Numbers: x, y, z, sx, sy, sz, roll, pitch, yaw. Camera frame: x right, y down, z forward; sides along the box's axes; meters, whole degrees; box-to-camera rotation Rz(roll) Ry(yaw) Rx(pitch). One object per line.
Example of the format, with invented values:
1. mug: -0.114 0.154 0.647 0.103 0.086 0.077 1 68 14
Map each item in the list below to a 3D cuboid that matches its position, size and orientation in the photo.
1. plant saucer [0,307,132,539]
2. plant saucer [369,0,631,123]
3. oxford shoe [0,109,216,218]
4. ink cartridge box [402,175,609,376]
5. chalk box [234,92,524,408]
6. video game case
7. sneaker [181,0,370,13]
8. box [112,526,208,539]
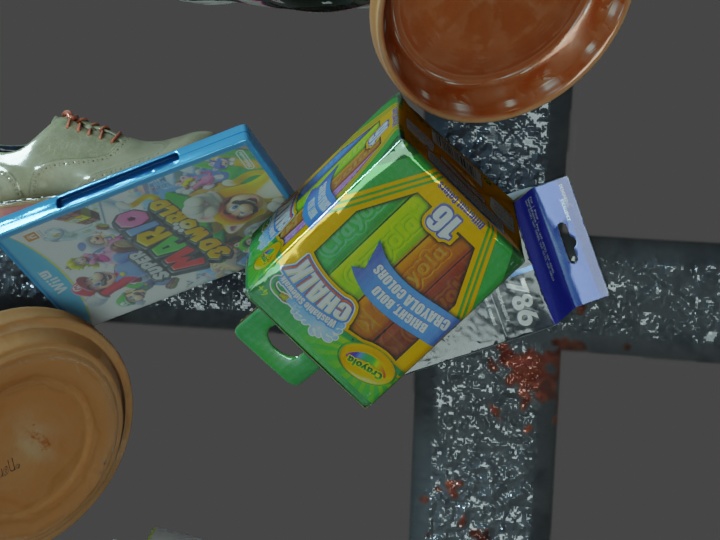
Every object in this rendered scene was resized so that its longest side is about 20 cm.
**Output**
1. plant saucer: -0.253 0.124 1.753 0.200 0.032 0.201 -18 124 -29
2. plant saucer: 0.097 -0.196 1.658 0.199 0.032 0.201 -14 128 -19
3. oxford shoe: -0.195 -0.082 1.747 0.199 0.070 0.075 -12 95 7
4. ink cartridge box: 0.073 0.009 1.754 0.199 0.039 0.100 -20 100 10
5. chalk box: 0.000 0.000 1.670 0.125 0.124 0.200 42 104 -13
6. video game case: -0.145 -0.028 1.732 0.199 0.018 0.143 -20 146 11
7. sneaker: -0.068 -0.220 1.687 0.199 0.086 0.081 1 103 7
8. box: -0.100 0.275 1.835 0.199 0.048 0.123 14 104 3
